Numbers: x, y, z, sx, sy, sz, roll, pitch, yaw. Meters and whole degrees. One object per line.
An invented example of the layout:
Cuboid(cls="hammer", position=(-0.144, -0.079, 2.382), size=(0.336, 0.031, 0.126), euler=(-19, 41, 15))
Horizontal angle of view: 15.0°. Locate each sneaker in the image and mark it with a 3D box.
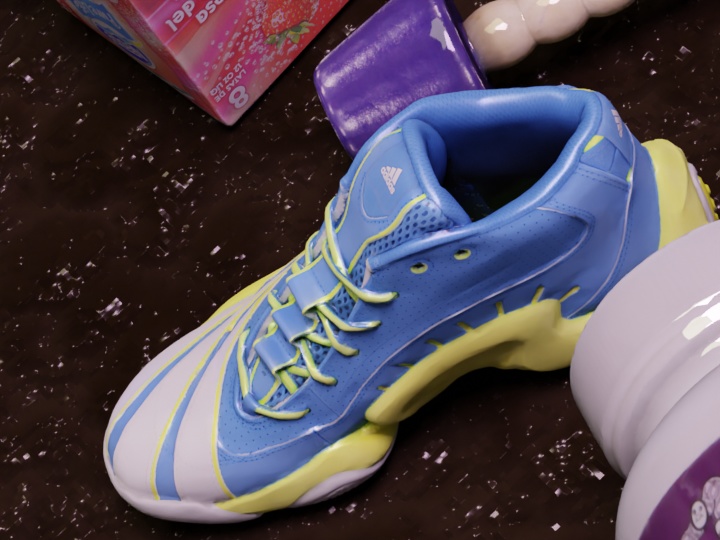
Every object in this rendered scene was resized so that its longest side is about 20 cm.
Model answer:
Cuboid(cls="sneaker", position=(0.000, 0.000, 0.791), size=(0.199, 0.105, 0.076), euler=(-27, 52, 8))

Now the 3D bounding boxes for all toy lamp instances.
Cuboid(cls="toy lamp", position=(0.080, -0.090, 0.840), size=(0.200, 0.058, 0.058), euler=(-27, 53, 10))

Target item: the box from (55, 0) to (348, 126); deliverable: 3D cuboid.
Cuboid(cls="box", position=(-0.027, -0.163, 0.912), size=(0.200, 0.095, 0.103), euler=(-48, 53, -8))

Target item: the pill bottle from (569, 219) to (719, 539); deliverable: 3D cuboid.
Cuboid(cls="pill bottle", position=(0.131, 0.082, 0.673), size=(0.112, 0.112, 0.200), euler=(-33, 51, 4))
